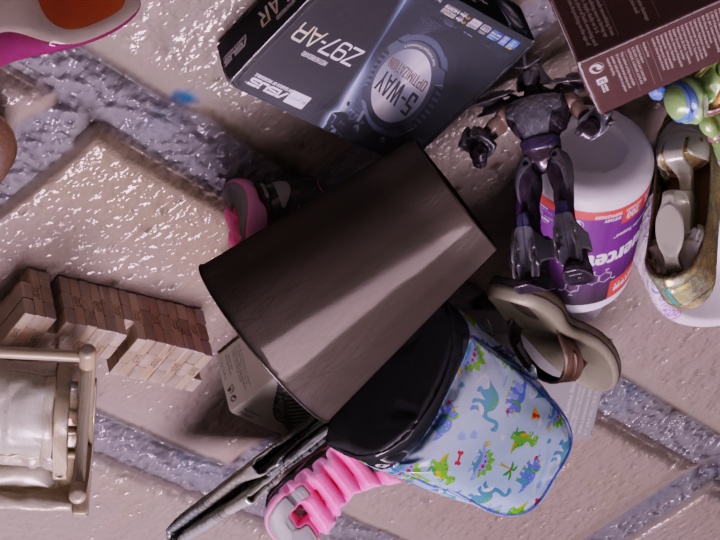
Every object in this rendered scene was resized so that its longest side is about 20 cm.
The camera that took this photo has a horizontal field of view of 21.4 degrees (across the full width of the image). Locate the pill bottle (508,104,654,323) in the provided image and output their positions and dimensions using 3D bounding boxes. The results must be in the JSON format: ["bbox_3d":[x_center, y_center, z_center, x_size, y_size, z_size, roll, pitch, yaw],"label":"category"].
[{"bbox_3d":[0.190,-0.041,1.667,0.111,0.113,0.201,-10,142,-10],"label":"pill bottle"}]

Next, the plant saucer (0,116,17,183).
[{"bbox_3d":[-0.358,-0.073,1.434,0.198,0.037,0.201,-7,155,-3],"label":"plant saucer"}]

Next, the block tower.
[{"bbox_3d":[-0.221,0.052,1.667,0.199,0.054,0.058,16,132,-37],"label":"block tower"}]

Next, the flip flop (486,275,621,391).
[{"bbox_3d":[0.166,0.066,1.678,0.081,0.058,0.200,6,159,32],"label":"flip flop"}]

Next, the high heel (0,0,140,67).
[{"bbox_3d":[-0.262,-0.176,1.386,0.198,0.068,0.096,-8,169,-18],"label":"high heel"}]

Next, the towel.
[{"bbox_3d":[-0.074,0.179,1.784,0.192,0.035,0.200,-33,175,-38],"label":"towel"}]

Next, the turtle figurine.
[{"bbox_3d":[0.352,-0.137,1.551,0.193,0.199,0.145,-31,122,-35],"label":"turtle figurine"}]

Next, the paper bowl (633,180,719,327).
[{"bbox_3d":[0.338,-0.049,1.719,0.199,0.105,0.201,-13,144,-10],"label":"paper bowl"}]

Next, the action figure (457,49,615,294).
[{"bbox_3d":[0.148,-0.086,1.538,0.129,0.202,0.069,-14,165,30],"label":"action figure"}]

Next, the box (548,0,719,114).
[{"bbox_3d":[0.254,-0.216,1.489,0.199,0.101,0.075,-24,142,10],"label":"box"}]

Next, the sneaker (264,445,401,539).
[{"bbox_3d":[-0.016,0.195,1.909,0.199,0.095,0.079,-34,100,-6],"label":"sneaker"}]

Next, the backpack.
[{"bbox_3d":[0.090,0.129,1.646,0.164,0.153,0.200,-60,146,-8],"label":"backpack"}]

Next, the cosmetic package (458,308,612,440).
[{"bbox_3d":[0.131,0.097,1.790,0.199,0.090,0.108,2,105,-38],"label":"cosmetic package"}]

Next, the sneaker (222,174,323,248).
[{"bbox_3d":[-0.066,-0.009,1.647,0.095,0.079,0.201,-18,145,-18],"label":"sneaker"}]

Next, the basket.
[{"bbox_3d":[0.000,0.000,1.538,0.199,0.136,0.180,-37,127,5],"label":"basket"}]

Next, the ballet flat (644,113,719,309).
[{"bbox_3d":[0.272,-0.069,1.601,0.070,0.202,0.071,6,163,2],"label":"ballet flat"}]

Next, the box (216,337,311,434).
[{"bbox_3d":[-0.033,0.062,1.742,0.200,0.069,0.082,-39,138,26],"label":"box"}]

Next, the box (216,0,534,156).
[{"bbox_3d":[0.013,-0.177,1.486,0.199,0.044,0.160,22,127,-40],"label":"box"}]

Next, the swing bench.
[{"bbox_3d":[-0.327,0.135,1.623,0.197,0.131,0.200,4,168,-7],"label":"swing bench"}]
